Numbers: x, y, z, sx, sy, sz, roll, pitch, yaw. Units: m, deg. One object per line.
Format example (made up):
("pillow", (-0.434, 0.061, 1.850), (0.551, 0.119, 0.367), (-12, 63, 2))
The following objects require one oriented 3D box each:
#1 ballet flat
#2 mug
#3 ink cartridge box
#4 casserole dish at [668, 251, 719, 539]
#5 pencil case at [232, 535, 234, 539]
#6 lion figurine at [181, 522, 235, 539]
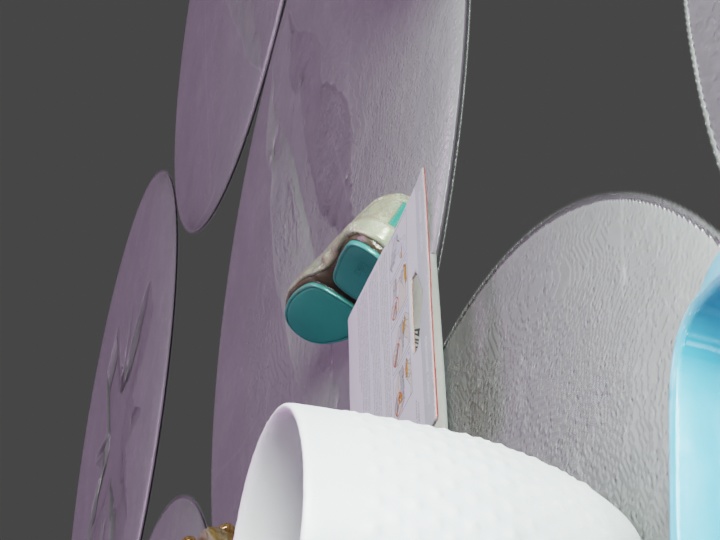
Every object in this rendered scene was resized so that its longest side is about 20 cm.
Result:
("ballet flat", (0.000, 0.000, 1.351), (0.063, 0.067, 0.200), (-56, 6, -27))
("mug", (0.033, 0.138, 0.864), (0.200, 0.174, 0.149), (-114, 37, -66))
("ink cartridge box", (0.035, 0.064, 1.173), (0.174, 0.043, 0.201), (117, 158, -48))
("casserole dish", (0.159, 0.082, 0.689), (0.121, 0.038, 0.202), (127, 150, -61))
("pencil case", (-0.073, 0.242, 1.384), (0.091, 0.083, 0.201), (-59, -8, -55))
("lion figurine", (-0.123, 0.303, 1.592), (0.123, 0.072, 0.202), (-127, 28, -62))
